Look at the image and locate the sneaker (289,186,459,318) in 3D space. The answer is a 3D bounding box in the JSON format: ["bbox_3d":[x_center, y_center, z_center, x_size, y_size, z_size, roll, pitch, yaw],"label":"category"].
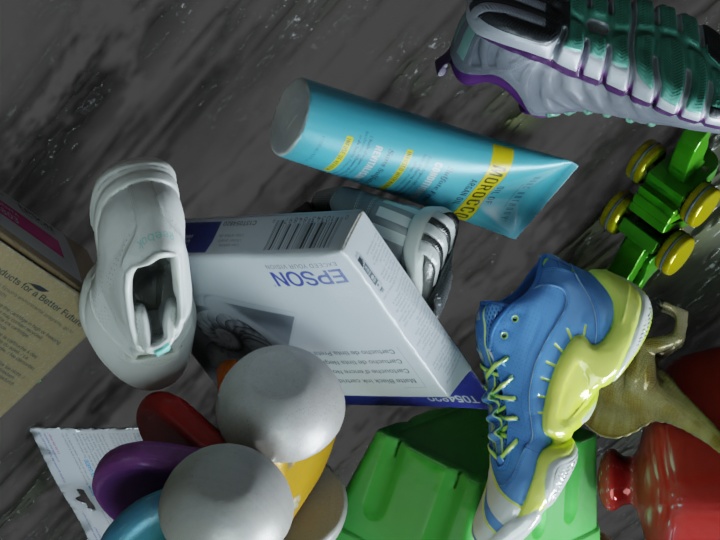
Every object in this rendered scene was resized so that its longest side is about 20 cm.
[{"bbox_3d":[0.000,0.000,1.412,0.115,0.075,0.201,23,149,8],"label":"sneaker"}]

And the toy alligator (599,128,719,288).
[{"bbox_3d":[0.194,-0.023,1.400,0.054,0.059,0.201,-23,145,-49],"label":"toy alligator"}]

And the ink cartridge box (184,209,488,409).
[{"bbox_3d":[-0.034,0.042,1.388,0.198,0.041,0.200,-2,138,39],"label":"ink cartridge box"}]

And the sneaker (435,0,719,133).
[{"bbox_3d":[0.148,-0.123,1.302,0.198,0.075,0.088,21,144,-12],"label":"sneaker"}]

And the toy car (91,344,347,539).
[{"bbox_3d":[-0.096,0.142,1.348,0.149,0.201,0.176,17,141,14],"label":"toy car"}]

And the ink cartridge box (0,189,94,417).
[{"bbox_3d":[-0.288,0.012,1.347,0.165,0.075,0.200,-42,130,11],"label":"ink cartridge box"}]

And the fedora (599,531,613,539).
[{"bbox_3d":[0.180,0.271,1.675,0.198,0.082,0.202,-3,137,-3],"label":"fedora"}]

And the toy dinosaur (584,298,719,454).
[{"bbox_3d":[0.194,0.071,1.444,0.058,0.199,0.102,25,88,-58],"label":"toy dinosaur"}]

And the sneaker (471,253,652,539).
[{"bbox_3d":[0.102,0.079,1.362,0.104,0.201,0.076,31,170,-4],"label":"sneaker"}]

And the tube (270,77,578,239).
[{"bbox_3d":[0.039,-0.071,1.353,0.198,0.051,0.077,16,139,-27],"label":"tube"}]

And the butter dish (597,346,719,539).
[{"bbox_3d":[0.241,0.147,1.484,0.146,0.201,0.201,-2,139,8],"label":"butter dish"}]

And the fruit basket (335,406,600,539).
[{"bbox_3d":[0.061,0.199,1.495,0.155,0.216,0.217,25,145,31],"label":"fruit basket"}]

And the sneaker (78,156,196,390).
[{"bbox_3d":[-0.133,0.027,1.306,0.075,0.089,0.201,-14,143,-12],"label":"sneaker"}]

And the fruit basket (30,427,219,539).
[{"bbox_3d":[-0.121,0.160,1.536,0.198,0.094,0.186,3,143,16],"label":"fruit basket"}]
